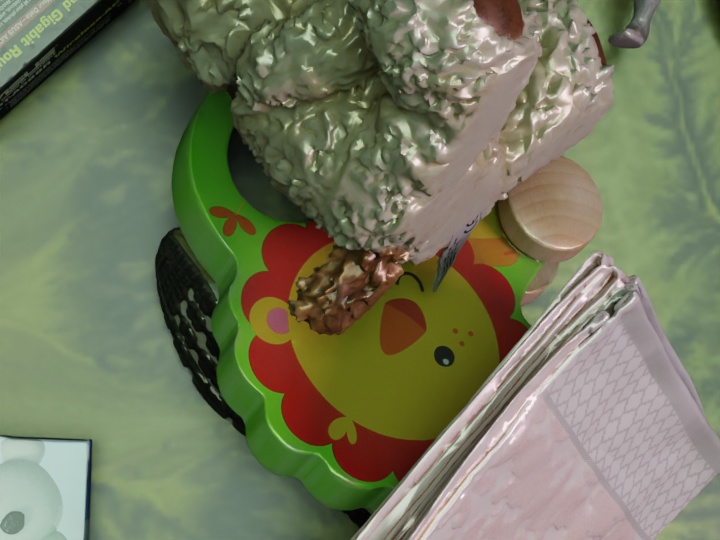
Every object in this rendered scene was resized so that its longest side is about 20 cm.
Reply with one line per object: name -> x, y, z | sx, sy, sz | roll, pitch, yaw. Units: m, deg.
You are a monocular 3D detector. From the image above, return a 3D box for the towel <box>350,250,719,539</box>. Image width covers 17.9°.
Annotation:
towel -> 0.072, 0.109, 0.952 | 0.032, 0.200, 0.191 | 36, 82, 32

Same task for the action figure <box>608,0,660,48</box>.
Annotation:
action figure -> 0.139, -0.195, 1.042 | 0.198, 0.104, 0.195 | -8, 78, 20

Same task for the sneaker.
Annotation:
sneaker -> -0.006, 0.044, 1.017 | 0.200, 0.077, 0.089 | 42, 59, -2

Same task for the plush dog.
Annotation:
plush dog -> -0.015, -0.088, 0.904 | 0.172, 0.200, 0.161 | 47, 105, 16

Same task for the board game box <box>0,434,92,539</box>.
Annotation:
board game box -> -0.219, 0.169, 0.989 | 0.198, 0.043, 0.201 | 3, 86, -5

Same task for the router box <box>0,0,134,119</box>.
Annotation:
router box -> -0.144, -0.185, 1.013 | 0.200, 0.062, 0.150 | -42, 89, -7

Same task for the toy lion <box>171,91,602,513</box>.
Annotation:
toy lion -> 0.000, 0.000, 0.973 | 0.200, 0.069, 0.192 | 39, 57, -1
